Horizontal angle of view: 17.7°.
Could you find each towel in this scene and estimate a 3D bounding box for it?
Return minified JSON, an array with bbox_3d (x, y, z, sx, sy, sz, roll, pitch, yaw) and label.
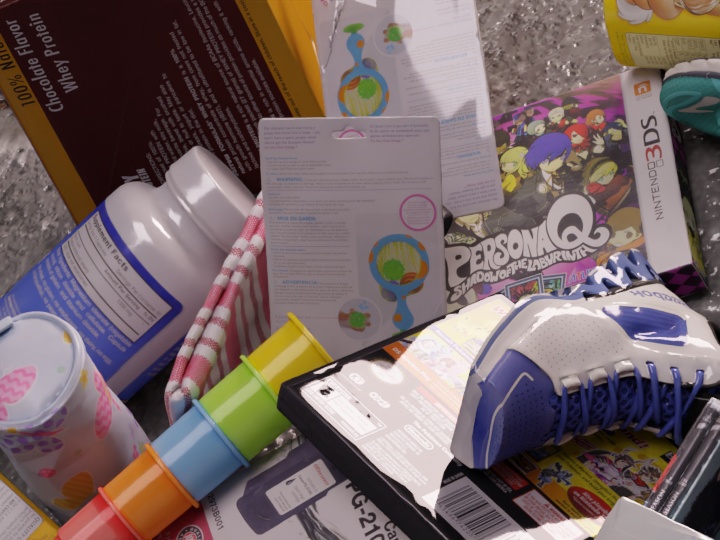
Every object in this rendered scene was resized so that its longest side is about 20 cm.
[{"bbox_3d":[-0.072,0.035,1.507,0.030,0.147,0.201,19,64,13],"label":"towel"}]

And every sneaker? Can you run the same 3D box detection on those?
[{"bbox_3d":[0.151,0.061,1.339,0.115,0.081,0.199,31,40,27],"label":"sneaker"},{"bbox_3d":[0.261,-0.072,1.443,0.200,0.077,0.080,32,86,36],"label":"sneaker"}]

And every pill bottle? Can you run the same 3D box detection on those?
[{"bbox_3d":[-0.156,0.012,1.569,0.200,0.112,0.112,-42,45,8],"label":"pill bottle"}]

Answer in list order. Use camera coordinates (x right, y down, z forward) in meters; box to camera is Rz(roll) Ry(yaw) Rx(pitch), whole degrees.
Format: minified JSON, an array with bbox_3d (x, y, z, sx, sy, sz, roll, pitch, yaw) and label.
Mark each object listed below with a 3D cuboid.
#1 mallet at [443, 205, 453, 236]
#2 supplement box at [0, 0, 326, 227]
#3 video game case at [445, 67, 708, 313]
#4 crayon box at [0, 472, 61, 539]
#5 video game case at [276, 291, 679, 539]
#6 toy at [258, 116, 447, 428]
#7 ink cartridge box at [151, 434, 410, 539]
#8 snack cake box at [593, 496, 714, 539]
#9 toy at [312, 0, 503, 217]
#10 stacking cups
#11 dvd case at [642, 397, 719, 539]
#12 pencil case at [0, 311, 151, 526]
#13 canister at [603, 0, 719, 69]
[{"bbox_3d":[-0.008,0.030,1.512,0.066,0.041,0.201,29,100,16],"label":"mallet"},{"bbox_3d":[-0.136,-0.152,1.626,0.199,0.198,0.133,-21,25,14],"label":"supplement box"},{"bbox_3d":[0.119,-0.035,1.523,0.199,0.036,0.182,-17,47,17],"label":"video game case"},{"bbox_3d":[-0.221,0.220,1.460,0.200,0.052,0.126,41,78,9],"label":"crayon box"},{"bbox_3d":[0.081,0.102,1.354,0.180,0.026,0.200,-21,48,-36],"label":"video game case"},{"bbox_3d":[0.000,0.000,1.464,0.114,0.201,0.047,0,11,10],"label":"toy"},{"bbox_3d":[-0.017,0.177,1.398,0.199,0.084,0.145,-30,45,5],"label":"ink cartridge box"},{"bbox_3d":[0.159,0.220,1.184,0.067,0.200,0.115,22,68,38],"label":"snack cake box"},{"bbox_3d":[0.034,-0.130,1.555,0.115,0.047,0.201,-11,85,22],"label":"toy"},{"bbox_3d":[-0.097,0.114,1.410,0.200,0.061,0.061,-42,46,-2],"label":"stacking cups"},{"bbox_3d":[0.152,0.182,1.260,0.022,0.146,0.200,28,70,23],"label":"dvd case"},{"bbox_3d":[-0.180,0.108,1.471,0.083,0.200,0.091,-21,54,5],"label":"pencil case"},{"bbox_3d":[0.274,-0.187,1.501,0.199,0.087,0.149,7,47,30],"label":"canister"}]
